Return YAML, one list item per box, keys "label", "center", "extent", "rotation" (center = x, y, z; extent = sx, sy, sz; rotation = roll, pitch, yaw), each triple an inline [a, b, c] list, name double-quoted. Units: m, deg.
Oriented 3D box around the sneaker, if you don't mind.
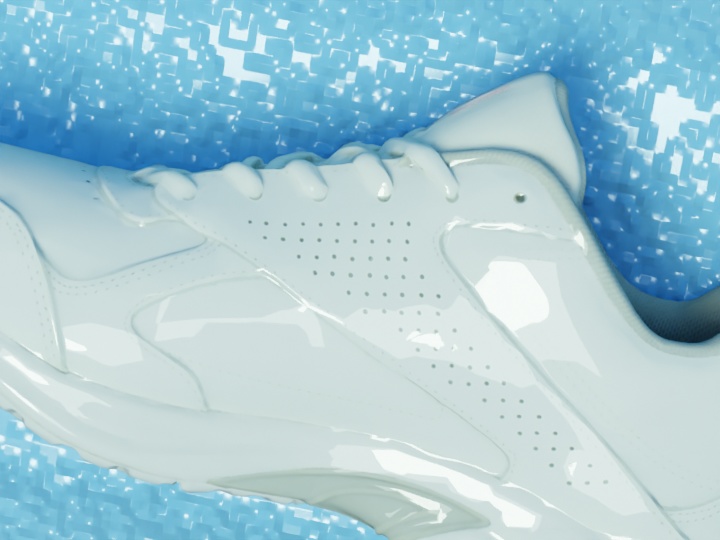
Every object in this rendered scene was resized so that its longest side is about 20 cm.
- label: "sneaker"
  center: [0.000, 0.000, 0.569]
  extent: [0.199, 0.078, 0.100]
  rotation: [21, 100, -5]
